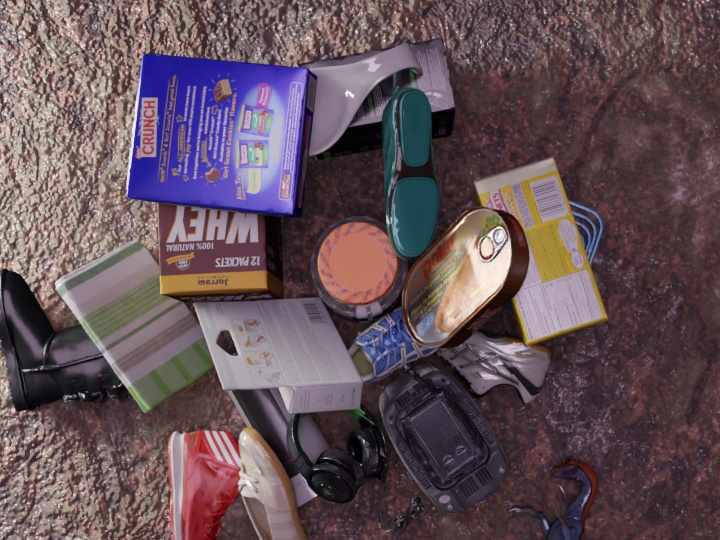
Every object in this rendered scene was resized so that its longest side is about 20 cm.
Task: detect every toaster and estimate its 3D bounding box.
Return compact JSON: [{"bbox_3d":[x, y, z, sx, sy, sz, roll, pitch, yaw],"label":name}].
[{"bbox_3d":[0.093,0.196,1.682,0.113,0.129,0.201,-35,97,-2],"label":"toaster"}]

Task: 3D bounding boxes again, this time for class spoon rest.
[{"bbox_3d":[-0.021,-0.210,1.593,0.198,0.061,0.100,-30,83,-1],"label":"spoon rest"}]

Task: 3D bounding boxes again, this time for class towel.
[{"bbox_3d":[-0.284,0.070,1.729,0.149,0.031,0.201,-32,85,-43],"label":"towel"}]

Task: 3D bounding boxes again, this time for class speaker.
[{"bbox_3d":[-0.099,0.199,1.724,0.081,0.081,0.202,-30,85,-1],"label":"speaker"}]

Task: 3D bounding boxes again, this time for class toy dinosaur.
[{"bbox_3d":[0.251,0.340,1.722,0.181,0.105,0.201,-44,123,-15],"label":"toy dinosaur"}]

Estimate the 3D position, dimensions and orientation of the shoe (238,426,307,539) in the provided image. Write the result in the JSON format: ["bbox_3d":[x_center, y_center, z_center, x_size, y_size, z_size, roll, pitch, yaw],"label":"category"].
[{"bbox_3d":[-0.116,0.292,1.689,0.053,0.070,0.202,-28,110,-27],"label":"shoe"}]

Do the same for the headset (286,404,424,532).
[{"bbox_3d":[-0.003,0.233,1.659,0.123,0.094,0.201,-30,74,-37],"label":"headset"}]

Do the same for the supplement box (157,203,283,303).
[{"bbox_3d":[-0.173,-0.067,1.690,0.131,0.197,0.203,-3,85,2],"label":"supplement box"}]

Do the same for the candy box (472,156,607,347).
[{"bbox_3d":[0.207,-0.022,1.563,0.101,0.026,0.203,-17,80,-1],"label":"candy box"}]

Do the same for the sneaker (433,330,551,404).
[{"bbox_3d":[0.141,0.117,1.726,0.197,0.076,0.089,14,92,7],"label":"sneaker"}]

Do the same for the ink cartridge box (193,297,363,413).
[{"bbox_3d":[-0.105,0.103,1.657,0.171,0.201,0.044,-2,120,-18],"label":"ink cartridge box"}]

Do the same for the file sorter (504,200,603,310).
[{"bbox_3d":[0.212,-0.018,1.674,0.137,0.200,0.124,20,83,3],"label":"file sorter"}]

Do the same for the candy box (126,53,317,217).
[{"bbox_3d":[-0.159,-0.155,1.556,0.197,0.077,0.172,7,89,6],"label":"candy box"}]

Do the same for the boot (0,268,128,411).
[{"bbox_3d":[-0.380,0.084,1.746,0.160,0.073,0.201,-11,91,3],"label":"boot"}]

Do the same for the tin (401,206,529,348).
[{"bbox_3d":[0.119,0.010,1.554,0.200,0.041,0.113,-46,56,39],"label":"tin"}]

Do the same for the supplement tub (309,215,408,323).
[{"bbox_3d":[0.000,0.000,1.677,0.121,0.200,0.125,0,86,2],"label":"supplement tub"}]

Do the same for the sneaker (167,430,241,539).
[{"bbox_3d":[-0.182,0.302,1.719,0.114,0.078,0.203,-7,86,2],"label":"sneaker"}]

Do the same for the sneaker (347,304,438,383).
[{"bbox_3d":[0.045,0.091,1.683,0.200,0.077,0.076,-42,82,34],"label":"sneaker"}]

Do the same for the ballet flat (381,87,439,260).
[{"bbox_3d":[0.056,-0.113,1.597,0.066,0.070,0.203,0,91,-16],"label":"ballet flat"}]

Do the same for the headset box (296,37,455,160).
[{"bbox_3d":[0.014,-0.213,1.708,0.197,0.174,0.094,-10,84,0],"label":"headset box"}]
